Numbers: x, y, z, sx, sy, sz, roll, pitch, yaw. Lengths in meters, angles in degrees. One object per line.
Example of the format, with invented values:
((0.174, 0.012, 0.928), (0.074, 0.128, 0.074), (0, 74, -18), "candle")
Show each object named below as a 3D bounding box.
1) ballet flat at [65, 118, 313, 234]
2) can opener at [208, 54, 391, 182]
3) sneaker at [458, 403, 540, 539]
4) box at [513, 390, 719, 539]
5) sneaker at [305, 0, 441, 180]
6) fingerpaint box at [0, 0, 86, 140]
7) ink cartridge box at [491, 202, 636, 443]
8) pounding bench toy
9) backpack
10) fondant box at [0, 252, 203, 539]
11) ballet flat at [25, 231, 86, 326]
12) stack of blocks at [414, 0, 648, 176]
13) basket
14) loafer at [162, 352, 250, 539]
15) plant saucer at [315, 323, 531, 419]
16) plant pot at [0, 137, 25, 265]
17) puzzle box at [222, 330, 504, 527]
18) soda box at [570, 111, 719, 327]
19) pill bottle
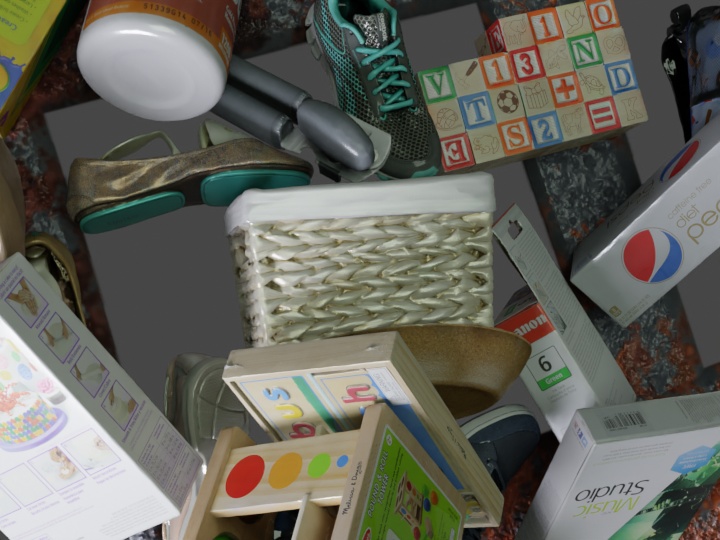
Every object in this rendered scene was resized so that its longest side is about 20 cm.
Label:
((-0.136, -0.083, 0.847), (0.197, 0.068, 0.068), (-11, 72, -16), "ballet flat")
((-0.061, -0.129, 0.832), (0.198, 0.067, 0.053), (28, 63, 24), "can opener")
((0.092, 0.205, 0.822), (0.202, 0.146, 0.077), (-38, 130, -10), "sneaker")
((0.207, 0.176, 0.839), (0.142, 0.202, 0.037), (-5, 46, -18), "box")
((0.008, -0.163, 0.851), (0.077, 0.092, 0.202), (-21, 68, -16), "sneaker")
((-0.321, -0.224, 0.810), (0.198, 0.073, 0.169), (28, 76, -9), "fingerpaint box")
((0.153, 0.050, 0.879), (0.050, 0.109, 0.201), (-32, 92, 23), "ink cartridge box")
((-0.040, 0.212, 0.693), (0.125, 0.154, 0.202), (52, 39, -35), "pounding bench toy")
((0.384, -0.142, 0.949), (0.197, 0.154, 0.194), (1, 93, -17), "backpack")
((-0.225, 0.104, 0.733), (0.143, 0.059, 0.201), (-26, 114, 26), "fondant box")
((-0.231, 0.070, 0.801), (0.068, 0.063, 0.203), (-14, 87, -17), "ballet flat")
((0.137, -0.157, 0.927), (0.197, 0.059, 0.117), (-16, 87, -16), "stack of blocks")
((0.000, 0.000, 0.834), (0.197, 0.135, 0.125), (-5, 87, -14), "basket")
((-0.122, 0.163, 0.824), (0.071, 0.062, 0.203), (-5, 100, -41), "loafer")
((0.031, 0.086, 0.794), (0.197, 0.200, 0.036), (0, 69, -14), "plant saucer")
((-0.310, -0.053, 0.761), (0.201, 0.201, 0.093), (46, 34, -5), "plant pot")
((0.006, 0.120, 0.748), (0.201, 0.131, 0.026), (57, 37, -38), "puzzle box")
((0.266, -0.047, 0.885), (0.068, 0.064, 0.200), (40, 119, -6), "soda box")
((-0.143, -0.227, 0.820), (0.111, 0.112, 0.203), (13, 62, -12), "pill bottle")
